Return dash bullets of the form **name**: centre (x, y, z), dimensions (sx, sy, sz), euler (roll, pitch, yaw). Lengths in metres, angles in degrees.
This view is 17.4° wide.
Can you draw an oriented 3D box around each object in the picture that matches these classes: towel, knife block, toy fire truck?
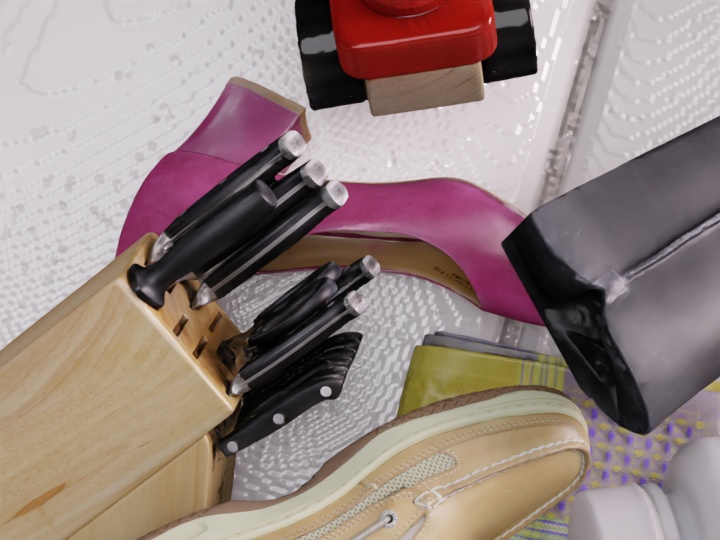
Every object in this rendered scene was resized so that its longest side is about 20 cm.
- **towel**: centre (0.070, 0.129, 0.945), dimensions (0.143, 0.023, 0.201), euler (13, 81, 6)
- **knife block**: centre (-0.096, 0.027, 0.919), dimensions (0.199, 0.064, 0.177), euler (8, 108, 6)
- **toy fire truck**: centre (-0.008, -0.175, 0.905), dimensions (0.128, 0.200, 0.177), euler (-8, 65, 2)

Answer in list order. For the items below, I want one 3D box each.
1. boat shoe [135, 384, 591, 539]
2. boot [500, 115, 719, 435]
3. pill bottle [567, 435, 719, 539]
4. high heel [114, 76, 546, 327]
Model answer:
- **boat shoe**: centre (0.006, 0.113, 0.889), dimensions (0.199, 0.072, 0.076), euler (-25, 46, -9)
- **boot**: centre (0.176, 0.006, 0.901), dimensions (0.199, 0.066, 0.165), euler (-26, 65, -29)
- **pill bottle**: centre (0.182, 0.112, 0.882), dimensions (0.199, 0.109, 0.110), euler (-5, 79, -6)
- **high heel**: centre (0.000, 0.000, 0.946), dimensions (0.199, 0.067, 0.096), euler (29, 73, 14)
